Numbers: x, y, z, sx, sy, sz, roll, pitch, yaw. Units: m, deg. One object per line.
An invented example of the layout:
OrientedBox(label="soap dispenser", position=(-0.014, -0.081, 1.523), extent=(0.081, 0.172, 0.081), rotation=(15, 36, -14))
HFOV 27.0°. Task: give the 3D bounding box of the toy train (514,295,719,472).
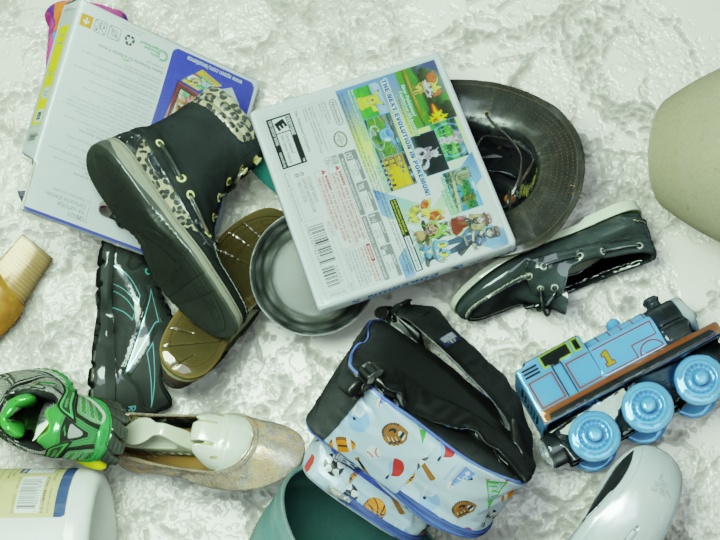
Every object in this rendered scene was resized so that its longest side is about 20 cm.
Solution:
OrientedBox(label="toy train", position=(0.238, 0.099, 1.351), extent=(0.200, 0.087, 0.114), rotation=(-28, 73, -3))

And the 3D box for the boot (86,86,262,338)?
OrientedBox(label="boot", position=(-0.131, -0.057, 1.336), extent=(0.154, 0.073, 0.204), rotation=(-39, 96, -40))

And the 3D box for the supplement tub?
OrientedBox(label="supplement tub", position=(-0.324, 0.245, 1.315), extent=(0.200, 0.144, 0.145), rotation=(-1, 79, 2))

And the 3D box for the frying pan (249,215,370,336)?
OrientedBox(label="frying pan", position=(-0.009, -0.015, 1.356), extent=(0.190, 0.031, 0.115), rotation=(-27, 86, -3))

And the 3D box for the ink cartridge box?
OrientedBox(label="ink cartridge box", position=(-0.205, -0.118, 1.378), extent=(0.197, 0.047, 0.200), rotation=(22, 78, -34))

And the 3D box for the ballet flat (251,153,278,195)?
OrientedBox(label="ballet flat", position=(-0.025, -0.076, 1.409), extent=(0.200, 0.072, 0.072), rotation=(40, 83, 5))

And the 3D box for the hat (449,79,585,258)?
OrientedBox(label="hat", position=(0.104, -0.083, 1.388), extent=(0.200, 0.081, 0.201), rotation=(-1, 67, 2))

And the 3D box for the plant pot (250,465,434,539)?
OrientedBox(label="plant pot", position=(-0.025, 0.285, 1.284), extent=(0.200, 0.200, 0.134), rotation=(43, 110, 9))

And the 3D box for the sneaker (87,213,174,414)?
OrientedBox(label="sneaker", position=(-0.210, 0.039, 1.397), extent=(0.079, 0.075, 0.200), rotation=(3, 84, -12))

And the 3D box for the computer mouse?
OrientedBox(label="computer mouse", position=(0.213, 0.239, 1.290), extent=(0.110, 0.044, 0.200), rotation=(35, 82, -8))

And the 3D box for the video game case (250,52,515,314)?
OrientedBox(label="video game case", position=(0.018, -0.080, 1.329), extent=(0.182, 0.022, 0.200), rotation=(-18, 70, -5))

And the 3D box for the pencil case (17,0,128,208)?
OrientedBox(label="pencil case", position=(-0.268, -0.153, 1.422), extent=(0.088, 0.088, 0.200), rotation=(4, 78, 3))

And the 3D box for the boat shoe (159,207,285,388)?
OrientedBox(label="boat shoe", position=(-0.127, 0.024, 1.381), extent=(0.073, 0.065, 0.200), rotation=(39, 59, -3))

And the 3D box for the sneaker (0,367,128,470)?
OrientedBox(label="sneaker", position=(-0.291, 0.122, 1.333), extent=(0.200, 0.085, 0.078), rotation=(5, 78, 48))

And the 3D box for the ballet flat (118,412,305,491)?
OrientedBox(label="ballet flat", position=(-0.146, 0.154, 1.324), extent=(0.200, 0.067, 0.068), rotation=(-4, 59, 28))

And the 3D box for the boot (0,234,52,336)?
OrientedBox(label="boot", position=(-0.404, -0.012, 1.405), extent=(0.201, 0.071, 0.144), rotation=(38, 80, 4))

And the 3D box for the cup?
OrientedBox(label="cup", position=(0.343, -0.103, 1.346), extent=(0.143, 0.200, 0.201), rotation=(3, 78, 32))

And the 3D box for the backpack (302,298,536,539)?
OrientedBox(label="backpack", position=(0.053, 0.146, 1.301), extent=(0.190, 0.200, 0.154), rotation=(31, 113, 2))

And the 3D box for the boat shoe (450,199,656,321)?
OrientedBox(label="boat shoe", position=(0.181, 0.007, 1.375), extent=(0.199, 0.075, 0.066), rotation=(-24, 67, -12))
